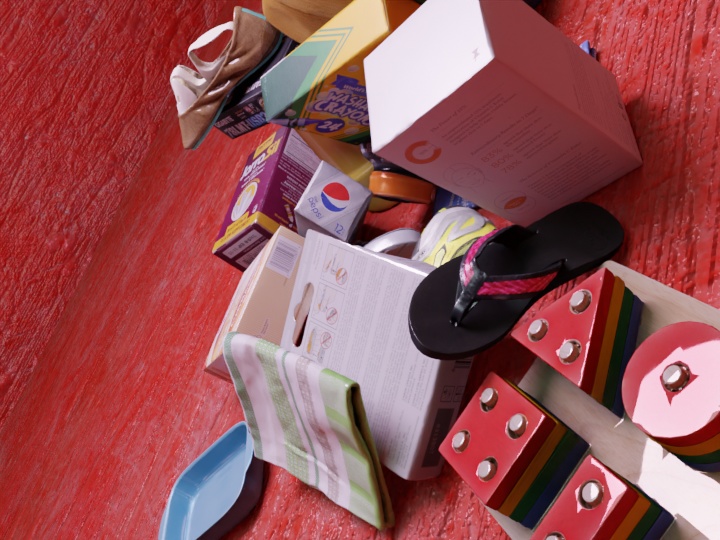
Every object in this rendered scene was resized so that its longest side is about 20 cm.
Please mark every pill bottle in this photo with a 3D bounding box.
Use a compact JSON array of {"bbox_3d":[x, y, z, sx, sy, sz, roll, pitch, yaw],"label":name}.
[{"bbox_3d":[0.056,-0.176,0.784,0.106,0.104,0.205,13,95,62],"label":"pill bottle"}]

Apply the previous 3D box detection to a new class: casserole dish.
[{"bbox_3d":[-0.173,0.267,0.857,0.200,0.039,0.122,-43,30,26],"label":"casserole dish"}]

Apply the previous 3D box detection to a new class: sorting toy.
[{"bbox_3d":[0.152,0.095,0.454,0.201,0.069,0.200,-56,26,4],"label":"sorting toy"}]

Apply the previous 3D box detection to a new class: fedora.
[{"bbox_3d":[-0.033,-0.275,0.711,0.082,0.196,0.203,112,169,-49],"label":"fedora"}]

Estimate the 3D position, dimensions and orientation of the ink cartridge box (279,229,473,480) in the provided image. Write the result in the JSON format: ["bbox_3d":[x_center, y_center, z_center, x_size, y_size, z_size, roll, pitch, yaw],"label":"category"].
[{"bbox_3d":[0.010,0.065,0.643,0.199,0.056,0.166,23,101,49],"label":"ink cartridge box"}]

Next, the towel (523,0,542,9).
[{"bbox_3d":[0.119,-0.323,0.813,0.111,0.197,0.049,-30,69,43],"label":"towel"}]

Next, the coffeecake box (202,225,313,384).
[{"bbox_3d":[-0.123,0.055,0.908,0.200,0.072,0.156,-38,30,63],"label":"coffeecake box"}]

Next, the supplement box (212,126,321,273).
[{"bbox_3d":[-0.128,-0.103,1.101,0.130,0.102,0.203,-29,38,44],"label":"supplement box"}]

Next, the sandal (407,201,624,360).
[{"bbox_3d":[0.115,-0.006,0.535,0.198,0.045,0.075,-30,59,-17],"label":"sandal"}]

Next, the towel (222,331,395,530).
[{"bbox_3d":[-0.055,0.140,0.652,0.030,0.152,0.198,-29,25,-31],"label":"towel"}]

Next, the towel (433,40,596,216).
[{"bbox_3d":[0.154,-0.140,0.750,0.199,0.024,0.147,-24,43,48],"label":"towel"}]

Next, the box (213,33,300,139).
[{"bbox_3d":[-0.091,-0.265,0.856,0.199,0.049,0.201,0,61,60],"label":"box"}]

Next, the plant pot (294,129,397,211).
[{"bbox_3d":[-0.005,-0.210,0.912,0.200,0.187,0.203,-41,31,31],"label":"plant pot"}]

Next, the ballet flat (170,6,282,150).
[{"bbox_3d":[-0.168,-0.220,0.812,0.199,0.072,0.069,-38,36,37],"label":"ballet flat"}]

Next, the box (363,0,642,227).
[{"bbox_3d":[0.116,-0.129,0.589,0.124,0.198,0.099,-31,52,39],"label":"box"}]

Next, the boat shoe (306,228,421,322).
[{"bbox_3d":[0.000,0.000,0.807,0.199,0.071,0.072,-37,37,39],"label":"boat shoe"}]

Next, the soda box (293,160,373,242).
[{"bbox_3d":[-0.033,-0.062,0.846,0.064,0.067,0.200,-60,-1,-6],"label":"soda box"}]

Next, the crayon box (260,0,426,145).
[{"bbox_3d":[0.016,-0.188,0.661,0.198,0.124,0.053,-25,69,42],"label":"crayon box"}]

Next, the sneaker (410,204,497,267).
[{"bbox_3d":[0.064,0.036,0.663,0.076,0.075,0.203,29,92,54],"label":"sneaker"}]
